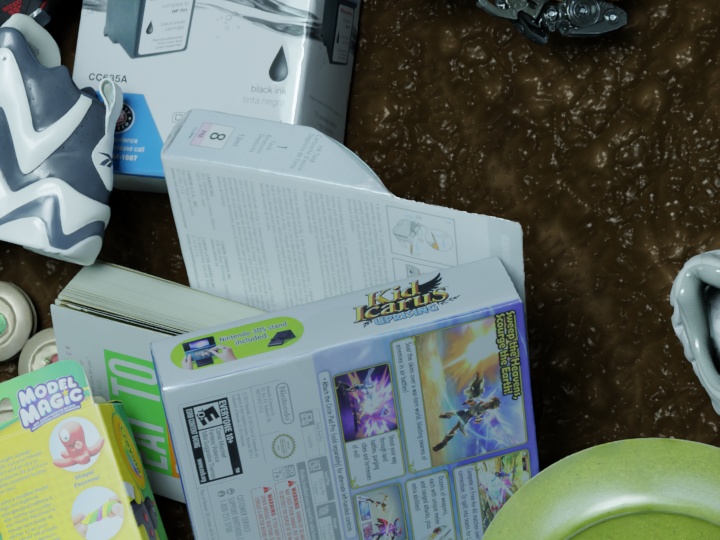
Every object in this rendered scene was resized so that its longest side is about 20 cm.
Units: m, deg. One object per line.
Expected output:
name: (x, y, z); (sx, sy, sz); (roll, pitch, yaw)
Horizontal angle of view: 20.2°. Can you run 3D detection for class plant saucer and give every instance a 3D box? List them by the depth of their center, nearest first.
plant saucer: (0.152, 0.184, 1.036); (0.200, 0.031, 0.200); (3, 107, 8)

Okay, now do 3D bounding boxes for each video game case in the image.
video game case: (0.000, 0.103, 1.036); (0.181, 0.200, 0.045); (-13, 36, -7)

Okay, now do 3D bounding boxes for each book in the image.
book: (-0.069, 0.082, 1.127); (0.200, 0.048, 0.134); (14, 129, 19)

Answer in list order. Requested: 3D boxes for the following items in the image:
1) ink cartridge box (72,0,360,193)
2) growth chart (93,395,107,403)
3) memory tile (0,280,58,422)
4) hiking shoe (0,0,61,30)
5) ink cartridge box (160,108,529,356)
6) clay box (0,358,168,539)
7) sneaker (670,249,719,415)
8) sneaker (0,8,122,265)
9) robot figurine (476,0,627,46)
ink cartridge box: (-0.081, -0.145, 1.169); (0.146, 0.086, 0.200); (5, 86, 18)
growth chart: (-0.155, 0.190, 1.117); (0.145, 0.018, 0.200); (-33, 80, 9)
memory tile: (-0.262, 0.092, 1.218); (0.153, 0.017, 0.200); (35, 95, 8)
hiking shoe: (-0.206, -0.169, 1.214); (0.076, 0.101, 0.200); (37, 127, -8)
ink cartridge box: (0.000, 0.000, 1.089); (0.200, 0.163, 0.057); (8, 47, 16)
clay box: (-0.162, 0.157, 1.088); (0.115, 0.048, 0.200); (-20, 82, 12)
sneaker: (0.218, 0.078, 1.047); (0.075, 0.081, 0.200); (-32, 76, 10)
sneaker: (-0.222, -0.090, 1.122); (0.199, 0.079, 0.130); (16, 85, 17)
robot figurine: (0.072, -0.206, 1.106); (0.200, 0.058, 0.145); (19, 83, -11)
